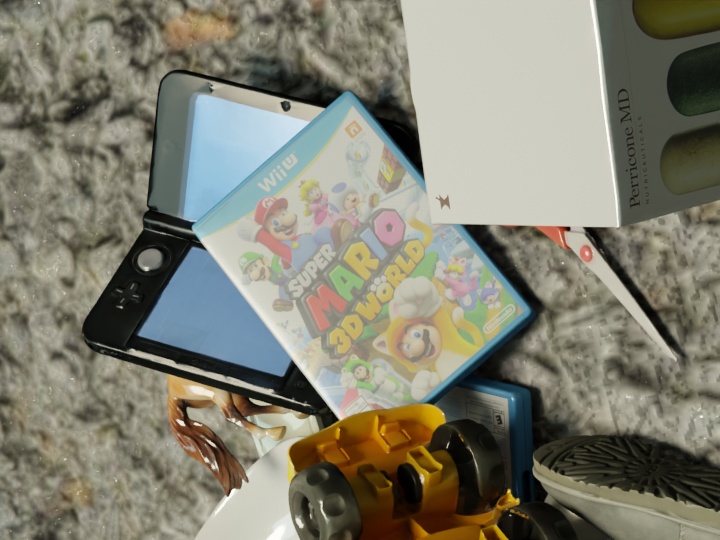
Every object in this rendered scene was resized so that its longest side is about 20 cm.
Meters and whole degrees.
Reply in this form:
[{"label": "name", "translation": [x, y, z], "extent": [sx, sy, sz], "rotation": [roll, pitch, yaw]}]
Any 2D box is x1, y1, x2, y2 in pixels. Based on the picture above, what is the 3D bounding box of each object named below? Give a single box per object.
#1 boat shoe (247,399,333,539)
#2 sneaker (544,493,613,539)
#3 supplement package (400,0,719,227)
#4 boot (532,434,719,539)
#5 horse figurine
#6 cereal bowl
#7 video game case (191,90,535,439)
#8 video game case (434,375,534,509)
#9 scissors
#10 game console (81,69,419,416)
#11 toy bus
[{"label": "boat shoe", "translation": [-0.032, 0.162, 1.761], "extent": [0.073, 0.062, 0.201], "rotation": [-10, 100, 19]}, {"label": "sneaker", "translation": [0.128, 0.236, 1.554], "extent": [0.073, 0.084, 0.201], "rotation": [8, 106, 51]}, {"label": "supplement package", "translation": [0.148, -0.115, 1.322], "extent": [0.150, 0.199, 0.152], "rotation": [3, 104, 51]}, {"label": "boot", "translation": [0.180, 0.214, 1.495], "extent": [0.181, 0.072, 0.201], "rotation": [19, 122, 40]}, {"label": "horse figurine", "translation": [-0.081, 0.054, 1.709], "extent": [0.132, 0.201, 0.050], "rotation": [17, 158, 25]}, {"label": "cereal bowl", "translation": [-0.054, 0.217, 1.653], "extent": [0.083, 0.201, 0.200], "rotation": [35, 145, -18]}, {"label": "video game case", "translation": [0.000, 0.000, 1.604], "extent": [0.143, 0.018, 0.200], "rotation": [-41, 71, 5]}, {"label": "video game case", "translation": [0.065, 0.166, 1.651], "extent": [0.143, 0.018, 0.201], "rotation": [12, 110, 48]}, {"label": "scissors", "translation": [0.136, -0.024, 1.516], "extent": [0.200, 0.014, 0.073], "rotation": [42, 129, 37]}, {"label": "game console", "translation": [-0.077, -0.020, 1.652], "extent": [0.199, 0.176, 0.117], "rotation": [15, 143, 21]}, {"label": "toy bus", "translation": [0.040, 0.210, 1.523], "extent": [0.200, 0.135, 0.193], "rotation": [50, 146, 41]}]
